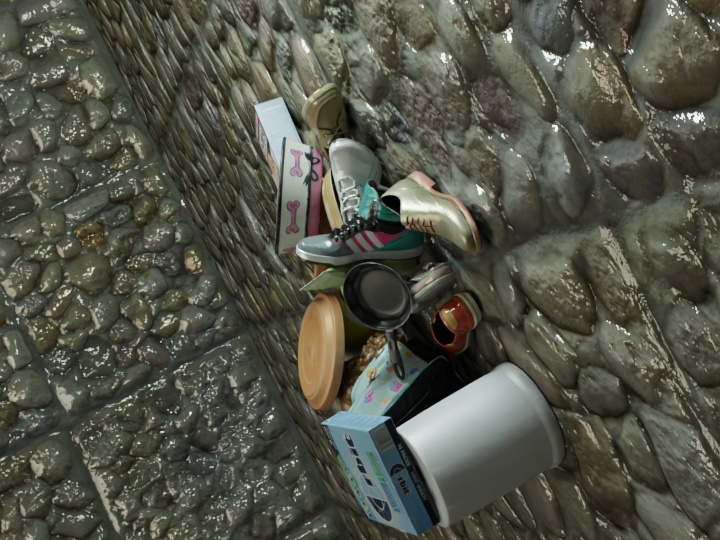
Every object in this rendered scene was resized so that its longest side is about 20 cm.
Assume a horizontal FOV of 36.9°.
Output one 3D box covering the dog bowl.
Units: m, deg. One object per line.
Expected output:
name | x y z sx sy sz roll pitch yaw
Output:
dog bowl | -0.104 -0.125 1.847 0.200 0.073 0.202 -176 90 -87

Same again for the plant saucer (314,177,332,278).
plant saucer | -0.063 -0.067 1.962 0.200 0.032 0.202 -176 90 -87

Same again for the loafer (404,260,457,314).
loafer | 0.097 0.017 1.662 0.200 0.072 0.063 113 133 -74

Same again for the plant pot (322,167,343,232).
plant pot | -0.021 -0.075 1.807 0.200 0.027 0.201 -20 -90 -80

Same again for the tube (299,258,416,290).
tube | 0.000 0.000 1.696 0.052 0.199 0.058 34 124 40

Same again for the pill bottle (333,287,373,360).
pill bottle | -0.004 0.078 1.929 0.112 0.111 0.200 57 148 22

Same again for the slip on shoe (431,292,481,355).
slip on shoe | 0.136 0.089 1.661 0.074 0.061 0.200 57 166 12

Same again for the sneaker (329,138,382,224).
sneaker | -0.001 -0.115 1.697 0.074 0.087 0.201 -6 125 28

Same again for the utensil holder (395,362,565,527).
utensil holder | 0.167 0.253 1.568 0.170 0.199 0.170 56 163 26

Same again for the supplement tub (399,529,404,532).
supplement tub | 0.126 0.347 1.854 0.132 0.199 0.132 55 163 25

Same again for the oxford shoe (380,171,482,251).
oxford shoe | 0.099 -0.069 1.496 0.200 0.074 0.071 42 154 53

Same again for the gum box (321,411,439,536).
gum box | 0.025 0.299 1.610 0.171 0.044 0.200 65 159 -6

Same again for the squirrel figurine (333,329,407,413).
squirrel figurine | 0.044 0.188 1.895 0.200 0.186 0.142 103 147 -60

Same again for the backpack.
backpack | 0.071 0.227 1.750 0.153 0.200 0.176 23 160 46

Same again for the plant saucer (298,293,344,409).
plant saucer | -0.072 0.139 1.865 0.200 0.032 0.202 -175 90 -72

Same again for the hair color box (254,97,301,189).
hair color box | -0.140 -0.211 2.024 0.099 0.060 0.201 101 148 -66

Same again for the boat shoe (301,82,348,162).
boat shoe | -0.047 -0.231 1.724 0.065 0.072 0.200 53 168 16

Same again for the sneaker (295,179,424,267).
sneaker | -0.001 -0.075 1.627 0.084 0.199 0.121 -110 16 -62

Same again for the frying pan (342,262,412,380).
frying pan | 0.050 0.067 1.640 0.115 0.031 0.190 -32 100 36
